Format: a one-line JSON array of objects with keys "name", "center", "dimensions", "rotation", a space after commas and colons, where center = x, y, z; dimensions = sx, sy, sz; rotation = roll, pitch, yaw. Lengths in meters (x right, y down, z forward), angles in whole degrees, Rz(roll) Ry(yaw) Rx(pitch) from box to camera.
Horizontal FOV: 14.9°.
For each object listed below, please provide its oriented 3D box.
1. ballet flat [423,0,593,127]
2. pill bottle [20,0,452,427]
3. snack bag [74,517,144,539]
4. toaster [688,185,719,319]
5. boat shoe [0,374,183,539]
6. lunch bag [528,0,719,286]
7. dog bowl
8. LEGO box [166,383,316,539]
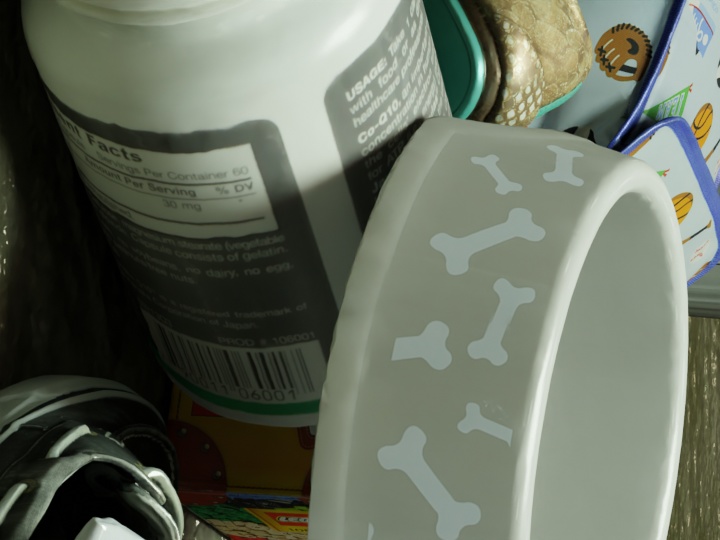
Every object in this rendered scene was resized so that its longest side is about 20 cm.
[{"name": "ballet flat", "center": [0.016, -0.129, 0.911], "dimensions": [0.065, 0.071, 0.200], "rotation": [-10, 67, -37]}, {"name": "pill bottle", "center": [-0.033, -0.056, 0.805], "dimensions": [0.200, 0.113, 0.113], "rotation": [74, 24, -47]}, {"name": "snack bag", "center": [-0.079, 0.161, 0.707], "dimensions": [0.189, 0.021, 0.200], "rotation": [-63, 164, -6]}, {"name": "toaster", "center": [0.214, -0.026, 1.597], "dimensions": [0.200, 0.129, 0.114], "rotation": [8, 85, -72]}, {"name": "boat shoe", "center": [-0.080, 0.077, 0.731], "dimensions": [0.200, 0.071, 0.072], "rotation": [-38, 127, -69]}, {"name": "lunch bag", "center": [0.110, -0.069, 1.276], "dimensions": [0.200, 0.124, 0.170], "rotation": [-68, 157, -17]}, {"name": "dog bowl", "center": [0.047, 0.052, 0.811], "dimensions": [0.200, 0.059, 0.201], "rotation": [6, 90, -70]}, {"name": "LEGO box", "center": [0.000, 0.000, 0.979], "dimensions": [0.149, 0.077, 0.201], "rotation": [50, 45, -66]}]
